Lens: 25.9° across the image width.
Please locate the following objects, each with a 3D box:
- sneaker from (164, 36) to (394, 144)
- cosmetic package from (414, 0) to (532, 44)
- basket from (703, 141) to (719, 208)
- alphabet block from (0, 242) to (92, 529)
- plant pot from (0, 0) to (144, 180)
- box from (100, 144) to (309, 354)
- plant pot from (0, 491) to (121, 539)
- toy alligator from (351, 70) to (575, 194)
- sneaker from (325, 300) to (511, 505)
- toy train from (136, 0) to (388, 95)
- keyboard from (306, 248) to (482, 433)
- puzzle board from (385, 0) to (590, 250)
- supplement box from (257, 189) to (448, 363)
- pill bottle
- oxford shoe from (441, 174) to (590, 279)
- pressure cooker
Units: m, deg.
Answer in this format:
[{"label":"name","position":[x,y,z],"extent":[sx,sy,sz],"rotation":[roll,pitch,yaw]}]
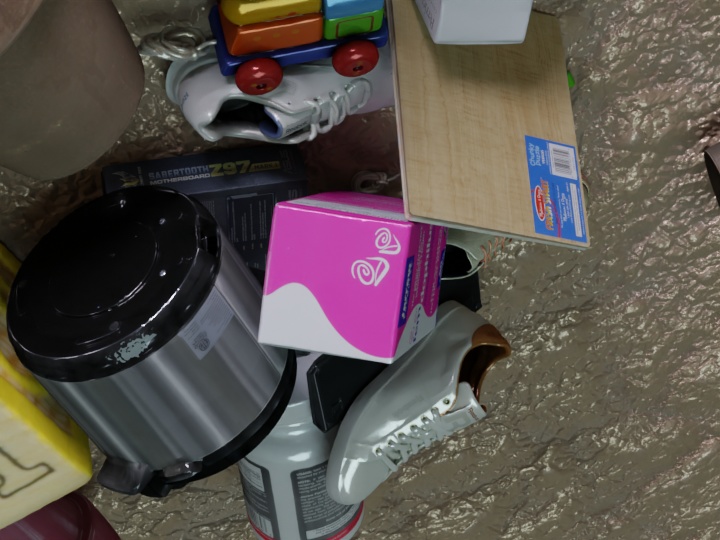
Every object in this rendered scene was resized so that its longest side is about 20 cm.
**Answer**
[{"label":"sneaker","position":[-0.040,-0.127,1.154],"extent":[0.199,0.087,0.075],"rotation":[-9,132,-12]},{"label":"cosmetic package","position":[0.082,-0.262,1.060],"extent":[0.074,0.102,0.200],"rotation":[-3,131,-15]},{"label":"basket","position":[0.403,-0.085,1.314],"extent":[0.200,0.136,0.181],"rotation":[-22,131,8]},{"label":"alphabet block","position":[-0.344,0.088,1.180],"extent":[0.200,0.196,0.196],"rotation":[-28,136,10]},{"label":"plant pot","position":[-0.229,-0.149,0.993],"extent":[0.200,0.200,0.175],"rotation":[-33,136,13]},{"label":"box","position":[-0.122,-0.005,1.264],"extent":[0.157,0.051,0.200],"rotation":[-9,134,-10]},{"label":"plant pot","position":[-0.331,0.238,1.336],"extent":[0.200,0.200,0.179],"rotation":[-30,118,10]},{"label":"toy alligator","position":[0.086,-0.095,1.247],"extent":[0.200,0.054,0.059],"rotation":[-28,134,8]},{"label":"sneaker","position":[0.050,0.120,1.310],"extent":[0.200,0.085,0.073],"rotation":[-54,144,-8]},{"label":"toy train","position":[-0.079,-0.180,1.066],"extent":[0.199,0.085,0.116],"rotation":[-11,160,-8]},{"label":"keyboard","position":[0.033,0.071,1.342],"extent":[0.200,0.021,0.127],"rotation":[-36,136,-28]},{"label":"puzzle board","position":[0.090,-0.114,1.141],"extent":[0.150,0.201,0.017],"rotation":[10,152,-26]},{"label":"supplement box","position":[0.000,0.000,1.164],"extent":[0.103,0.200,0.102],"rotation":[9,98,12]},{"label":"pill bottle","position":[-0.057,0.156,1.394],"extent":[0.110,0.111,0.200],"rotation":[-12,135,-7]},{"label":"oxford shoe","position":[0.102,-0.028,1.301],"extent":[0.199,0.074,0.071],"rotation":[-18,135,-2]},{"label":"pressure cooker","position":[-0.145,0.061,1.158],"extent":[0.176,0.179,0.200],"rotation":[-29,133,5]}]
